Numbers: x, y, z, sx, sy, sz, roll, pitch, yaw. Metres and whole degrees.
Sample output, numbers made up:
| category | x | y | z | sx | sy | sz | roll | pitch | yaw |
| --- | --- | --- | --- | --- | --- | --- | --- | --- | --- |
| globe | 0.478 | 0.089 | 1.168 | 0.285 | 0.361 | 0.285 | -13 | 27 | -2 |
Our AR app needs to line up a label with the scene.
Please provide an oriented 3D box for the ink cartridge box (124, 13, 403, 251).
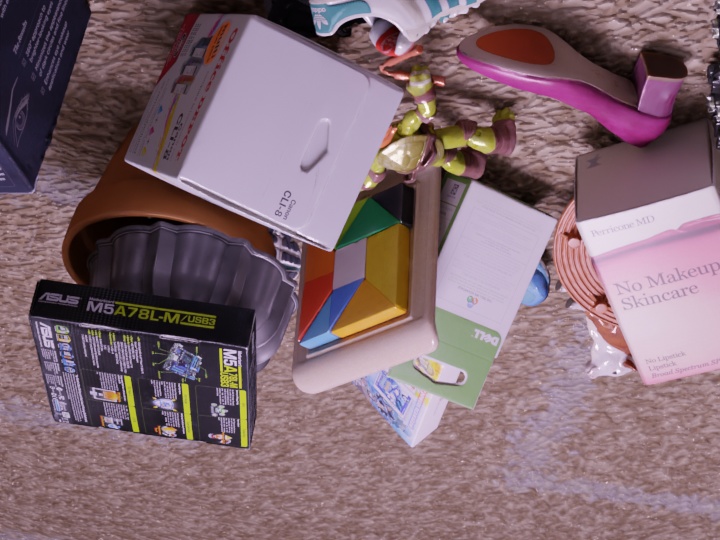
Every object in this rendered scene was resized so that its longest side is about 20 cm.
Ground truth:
| category | x | y | z | sx | sy | sz | roll | pitch | yaw |
| --- | --- | --- | --- | --- | --- | --- | --- | --- | --- |
| ink cartridge box | -0.084 | -0.118 | 1.332 | 0.145 | 0.145 | 0.200 | 24 | 179 | -22 |

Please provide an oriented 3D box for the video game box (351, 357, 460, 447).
| category | x | y | z | sx | sy | sz | roll | pitch | yaw |
| --- | --- | --- | --- | --- | --- | --- | --- | --- | --- |
| video game box | 0.023 | 0.070 | 1.685 | 0.182 | 0.047 | 0.200 | 49 | 155 | 18 |

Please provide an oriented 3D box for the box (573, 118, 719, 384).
| category | x | y | z | sx | sy | sz | roll | pitch | yaw |
| --- | --- | --- | --- | --- | --- | --- | --- | --- | --- |
| box | 0.282 | -0.014 | 1.453 | 0.128 | 0.109 | 0.200 | -16 | 124 | 20 |

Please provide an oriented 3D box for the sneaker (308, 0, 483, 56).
| category | x | y | z | sx | sy | sz | roll | pitch | yaw |
| --- | --- | --- | --- | --- | --- | --- | --- | --- | --- |
| sneaker | 0.043 | -0.208 | 1.228 | 0.200 | 0.094 | 0.070 | 0 | -168 | -36 |

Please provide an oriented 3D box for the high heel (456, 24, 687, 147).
| category | x | y | z | sx | sy | sz | roll | pitch | yaw |
| --- | --- | --- | --- | --- | --- | --- | --- | --- | --- |
| high heel | 0.170 | -0.146 | 1.368 | 0.200 | 0.067 | 0.096 | 10 | 138 | -7 |

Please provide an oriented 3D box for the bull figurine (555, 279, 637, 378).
| category | x | y | z | sx | sy | sz | roll | pitch | yaw |
| --- | --- | --- | --- | --- | --- | --- | --- | --- | --- |
| bull figurine | 0.273 | 0.035 | 1.635 | 0.121 | 0.065 | 0.200 | 26 | 135 | -21 |

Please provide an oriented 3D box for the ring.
| category | x | y | z | sx | sy | sz | roll | pitch | yaw |
| --- | --- | --- | --- | --- | --- | --- | --- | --- | --- |
| ring | 0.282 | -0.017 | 1.532 | 0.200 | 0.019 | 0.201 | 3 | 126 | 4 |

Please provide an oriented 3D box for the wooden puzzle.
| category | x | y | z | sx | sy | sz | roll | pitch | yaw |
| --- | --- | --- | --- | --- | --- | --- | --- | --- | --- |
| wooden puzzle | 0.000 | 0.000 | 1.531 | 0.037 | 0.200 | 0.185 | 22 | 148 | -40 |

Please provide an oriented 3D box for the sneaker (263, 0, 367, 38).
| category | x | y | z | sx | sy | sz | roll | pitch | yaw |
| --- | --- | --- | --- | --- | --- | --- | --- | --- | --- |
| sneaker | -0.055 | -0.244 | 1.268 | 0.200 | 0.076 | 0.114 | 30 | 143 | -30 |

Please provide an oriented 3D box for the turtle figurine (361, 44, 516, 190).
| category | x | y | z | sx | sy | sz | roll | pitch | yaw |
| --- | --- | --- | --- | --- | --- | --- | --- | --- | --- |
| turtle figurine | 0.056 | -0.117 | 1.414 | 0.161 | 0.064 | 0.200 | 0 | 144 | -31 |

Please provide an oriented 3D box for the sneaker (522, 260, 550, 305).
| category | x | y | z | sx | sy | sz | roll | pitch | yaw |
| --- | --- | --- | --- | --- | --- | --- | --- | --- | --- |
| sneaker | 0.094 | 0.003 | 1.613 | 0.200 | 0.090 | 0.078 | 18 | 148 | -16 |

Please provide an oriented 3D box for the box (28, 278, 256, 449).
| category | x | y | z | sx | sy | sz | roll | pitch | yaw |
| --- | --- | --- | --- | --- | --- | --- | --- | --- | --- |
| box | -0.190 | 0.088 | 1.459 | 0.193 | 0.048 | 0.200 | 6 | 148 | 1 |

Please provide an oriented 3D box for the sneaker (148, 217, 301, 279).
| category | x | y | z | sx | sy | sz | roll | pitch | yaw |
| --- | --- | --- | --- | --- | --- | --- | --- | --- | --- |
| sneaker | -0.154 | -0.021 | 1.680 | 0.200 | 0.078 | 0.080 | 7 | 168 | 13 |

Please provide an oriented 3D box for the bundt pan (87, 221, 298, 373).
| category | x | y | z | sx | sy | sz | roll | pitch | yaw |
| --- | --- | --- | --- | --- | --- | --- | --- | --- | --- |
| bundt pan | -0.161 | 0.041 | 1.493 | 0.202 | 0.076 | 0.202 | 7 | 149 | 4 |

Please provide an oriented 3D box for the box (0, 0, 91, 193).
| category | x | y | z | sx | sy | sz | roll | pitch | yaw |
| --- | --- | --- | --- | --- | --- | --- | --- | --- | --- |
| box | -0.326 | -0.196 | 1.304 | 0.117 | 0.197 | 0.200 | 0 | 147 | 17 |

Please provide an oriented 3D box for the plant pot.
| category | x | y | z | sx | sy | sz | roll | pitch | yaw |
| --- | --- | --- | --- | --- | --- | --- | --- | --- | --- |
| plant pot | -0.171 | -0.055 | 1.544 | 0.200 | 0.140 | 0.200 | 7 | 149 | 4 |

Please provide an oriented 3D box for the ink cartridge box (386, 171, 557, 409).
| category | x | y | z | sx | sy | sz | roll | pitch | yaw |
| --- | --- | --- | --- | --- | --- | --- | --- | --- | --- |
| ink cartridge box | 0.094 | 0.018 | 1.535 | 0.104 | 0.200 | 0.059 | 23 | -179 | -27 |

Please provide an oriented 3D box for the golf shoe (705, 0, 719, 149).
| category | x | y | z | sx | sy | sz | roll | pitch | yaw |
| --- | --- | --- | --- | --- | --- | --- | --- | --- | --- |
| golf shoe | 0.326 | -0.173 | 1.299 | 0.088 | 0.077 | 0.200 | -7 | 154 | 6 |
